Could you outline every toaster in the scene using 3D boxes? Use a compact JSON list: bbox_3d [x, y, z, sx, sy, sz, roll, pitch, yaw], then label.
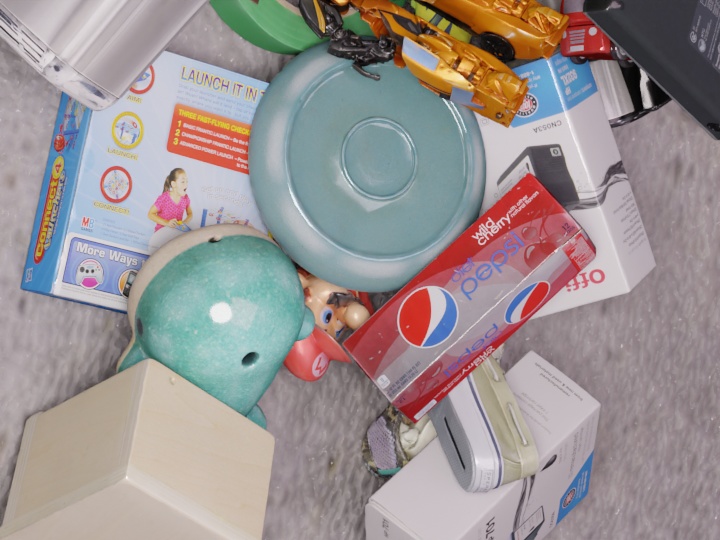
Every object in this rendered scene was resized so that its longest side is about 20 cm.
[{"bbox_3d":[-0.195,-0.204,1.504,0.129,0.200,0.114,-50,155,5],"label":"toaster"}]

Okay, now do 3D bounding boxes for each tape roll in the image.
[{"bbox_3d":[-0.042,-0.272,1.696,0.199,0.048,0.203,-3,95,-35],"label":"tape roll"}]

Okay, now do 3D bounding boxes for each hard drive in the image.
[{"bbox_3d":[0.258,-0.213,1.700,0.200,0.033,0.141,36,64,-41],"label":"hard drive"}]

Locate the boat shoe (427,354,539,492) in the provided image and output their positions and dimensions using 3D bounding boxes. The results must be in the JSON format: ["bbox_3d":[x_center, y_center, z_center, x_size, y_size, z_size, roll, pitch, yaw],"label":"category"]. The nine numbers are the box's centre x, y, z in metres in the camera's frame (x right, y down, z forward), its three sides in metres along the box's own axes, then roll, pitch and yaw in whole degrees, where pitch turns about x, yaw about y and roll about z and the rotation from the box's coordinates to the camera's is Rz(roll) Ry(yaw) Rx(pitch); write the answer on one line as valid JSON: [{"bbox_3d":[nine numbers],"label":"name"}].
[{"bbox_3d":[0.085,0.092,1.720,0.061,0.072,0.201,-4,54,-21],"label":"boat shoe"}]

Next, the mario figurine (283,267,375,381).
[{"bbox_3d":[0.000,0.000,1.707,0.123,0.106,0.201,30,70,-11],"label":"mario figurine"}]

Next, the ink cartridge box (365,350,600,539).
[{"bbox_3d":[0.101,0.187,1.771,0.200,0.086,0.147,-42,153,-26],"label":"ink cartridge box"}]

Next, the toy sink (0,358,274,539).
[{"bbox_3d":[-0.180,0.165,1.578,0.130,0.199,0.113,34,45,-31],"label":"toy sink"}]

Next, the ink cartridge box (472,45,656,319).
[{"bbox_3d":[0.136,-0.067,1.747,0.084,0.144,0.202,-35,107,-62],"label":"ink cartridge box"}]

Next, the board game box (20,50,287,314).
[{"bbox_3d":[-0.143,-0.060,1.635,0.199,0.056,0.198,15,84,-35],"label":"board game box"}]

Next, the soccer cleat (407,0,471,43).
[{"bbox_3d":[0.088,-0.246,1.721,0.065,0.083,0.202,-24,124,-72],"label":"soccer cleat"}]

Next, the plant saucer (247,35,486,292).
[{"bbox_3d":[0.011,-0.085,1.656,0.198,0.027,0.202,3,82,-20],"label":"plant saucer"}]

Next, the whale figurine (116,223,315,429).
[{"bbox_3d":[-0.100,0.066,1.583,0.158,0.104,0.201,-15,129,-22],"label":"whale figurine"}]

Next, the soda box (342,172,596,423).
[{"bbox_3d":[0.086,0.022,1.658,0.200,0.070,0.063,-42,152,2],"label":"soda box"}]

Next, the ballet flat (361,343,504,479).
[{"bbox_3d":[0.079,0.095,1.796,0.072,0.072,0.201,47,68,-28],"label":"ballet flat"}]

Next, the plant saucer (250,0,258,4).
[{"bbox_3d":[-0.141,-0.267,1.536,0.032,0.200,0.200,-48,121,5],"label":"plant saucer"}]

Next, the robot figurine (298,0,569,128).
[{"bbox_3d":[0.053,-0.202,1.647,0.199,0.058,0.146,30,63,4],"label":"robot figurine"}]

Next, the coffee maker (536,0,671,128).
[{"bbox_3d":[0.202,-0.230,1.821,0.191,0.134,0.202,-23,107,-33],"label":"coffee maker"}]

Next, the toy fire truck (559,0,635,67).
[{"bbox_3d":[0.234,-0.236,1.736,0.199,0.048,0.143,-2,90,-47],"label":"toy fire truck"}]
